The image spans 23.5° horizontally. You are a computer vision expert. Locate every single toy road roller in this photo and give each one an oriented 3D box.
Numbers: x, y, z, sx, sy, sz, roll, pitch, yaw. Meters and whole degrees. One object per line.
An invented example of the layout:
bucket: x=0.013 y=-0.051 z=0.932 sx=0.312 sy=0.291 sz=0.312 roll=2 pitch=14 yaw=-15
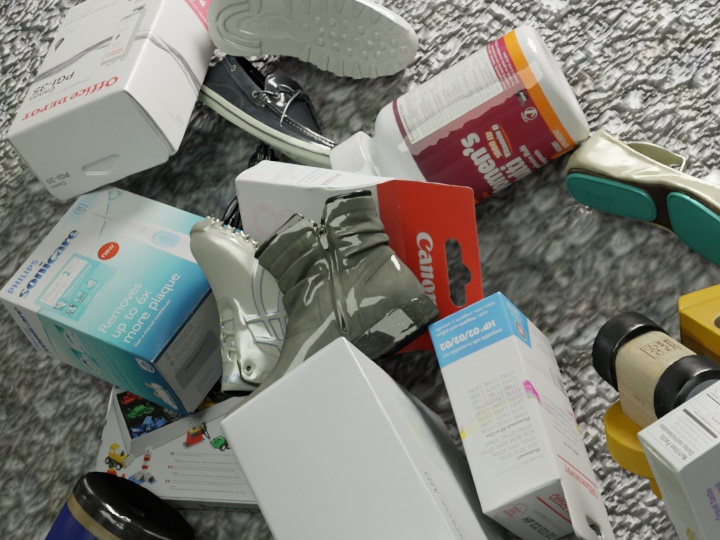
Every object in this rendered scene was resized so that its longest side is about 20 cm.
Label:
toy road roller: x=0.271 y=0.097 z=1.257 sx=0.198 sy=0.147 sz=0.123 roll=-18 pitch=25 yaw=-17

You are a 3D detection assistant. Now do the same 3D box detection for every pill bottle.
pill bottle: x=0.081 y=-0.110 z=1.442 sx=0.199 sy=0.110 sz=0.110 roll=-30 pitch=59 yaw=13
pill bottle: x=-0.228 y=0.277 z=1.426 sx=0.112 sy=0.112 sz=0.201 roll=34 pitch=97 yaw=33

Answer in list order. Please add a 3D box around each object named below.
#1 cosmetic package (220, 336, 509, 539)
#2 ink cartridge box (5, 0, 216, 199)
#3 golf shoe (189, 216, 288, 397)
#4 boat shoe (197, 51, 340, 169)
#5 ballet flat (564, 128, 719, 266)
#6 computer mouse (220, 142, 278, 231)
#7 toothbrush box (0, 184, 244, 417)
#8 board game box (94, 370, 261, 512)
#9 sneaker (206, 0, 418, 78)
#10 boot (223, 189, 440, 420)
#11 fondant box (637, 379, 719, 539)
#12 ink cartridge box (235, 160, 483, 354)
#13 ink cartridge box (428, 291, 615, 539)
cosmetic package: x=0.021 y=0.188 z=1.292 sx=0.122 sy=0.200 sz=0.200 roll=-36 pitch=58 yaw=9
ink cartridge box: x=-0.220 y=-0.176 z=1.588 sx=0.145 sy=0.083 sz=0.201 roll=-18 pitch=37 yaw=28
golf shoe: x=-0.086 y=0.052 z=1.398 sx=0.097 sy=0.078 sz=0.200 roll=-40 pitch=93 yaw=-24
boat shoe: x=-0.072 y=-0.142 z=1.557 sx=0.199 sy=0.074 sz=0.063 roll=35 pitch=93 yaw=39
ballet flat: x=0.252 y=-0.061 z=1.366 sx=0.199 sy=0.069 sz=0.070 roll=28 pitch=83 yaw=34
computer mouse: x=-0.047 y=-0.030 z=1.513 sx=0.199 sy=0.044 sz=0.110 roll=28 pitch=82 yaw=33
toothbrush box: x=-0.193 y=0.021 z=1.513 sx=0.199 sy=0.086 sz=0.147 roll=19 pitch=61 yaw=36
board game box: x=-0.131 y=0.140 z=1.488 sx=0.198 sy=0.035 sz=0.128 roll=0 pitch=68 yaw=27
sneaker: x=-0.037 y=-0.229 z=1.578 sx=0.198 sy=0.081 sz=0.077 roll=14 pitch=116 yaw=15
boot: x=-0.046 y=0.035 z=1.355 sx=0.199 sy=0.068 sz=0.131 roll=-35 pitch=81 yaw=2
fondant box: x=0.301 y=0.123 z=1.176 sx=0.199 sy=0.145 sz=0.058 roll=-31 pitch=31 yaw=-7
ink cartridge box: x=0.000 y=0.000 z=1.413 sx=0.198 sy=0.164 sz=0.057 roll=12 pitch=33 yaw=33
ink cartridge box: x=0.125 y=0.133 z=1.312 sx=0.067 sy=0.115 sz=0.202 roll=-25 pitch=59 yaw=16
